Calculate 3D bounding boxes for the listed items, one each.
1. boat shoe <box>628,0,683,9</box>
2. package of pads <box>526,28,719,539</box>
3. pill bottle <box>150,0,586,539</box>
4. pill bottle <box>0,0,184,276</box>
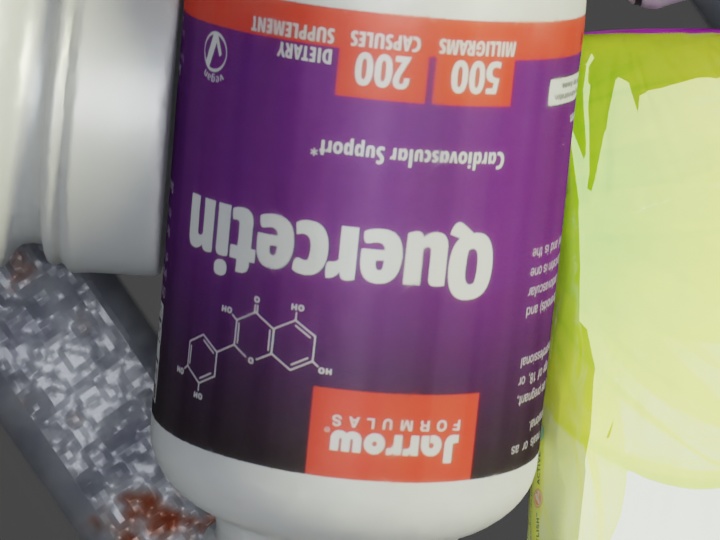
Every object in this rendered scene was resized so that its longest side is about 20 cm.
[{"bbox_3d":[0.040,-0.163,0.865,0.063,0.071,0.201,-23,81,-2],"label":"boat shoe"},{"bbox_3d":[0.124,0.028,0.854,0.153,0.068,0.201,-1,88,3],"label":"package of pads"},{"bbox_3d":[0.000,0.000,0.814,0.112,0.112,0.201,5,101,-1],"label":"pill bottle"},{"bbox_3d":[-0.151,-0.057,0.831,0.199,0.114,0.115,6,88,-1],"label":"pill bottle"}]
